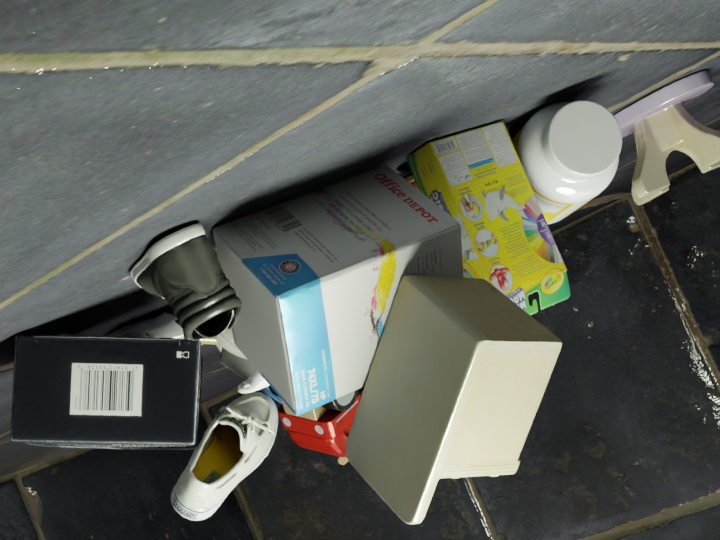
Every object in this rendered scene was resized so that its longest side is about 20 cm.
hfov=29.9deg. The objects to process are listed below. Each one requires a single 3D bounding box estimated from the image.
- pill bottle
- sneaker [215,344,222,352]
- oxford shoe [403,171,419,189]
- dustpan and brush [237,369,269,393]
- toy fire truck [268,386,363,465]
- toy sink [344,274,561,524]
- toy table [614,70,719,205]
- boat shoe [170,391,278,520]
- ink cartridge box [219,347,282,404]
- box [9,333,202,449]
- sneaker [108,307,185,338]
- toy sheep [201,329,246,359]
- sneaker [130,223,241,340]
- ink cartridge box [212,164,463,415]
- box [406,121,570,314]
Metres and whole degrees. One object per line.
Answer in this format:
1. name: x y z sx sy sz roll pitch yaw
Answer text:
1. pill bottle: 0.220 -0.122 1.494 0.112 0.112 0.200 -23 174 -11
2. sneaker: -0.115 0.046 1.740 0.199 0.083 0.074 -22 -164 -27
3. oxford shoe: 0.106 -0.094 1.505 0.071 0.072 0.200 -24 173 24
4. dustpan and brush: -0.041 0.075 1.427 0.199 0.140 0.057 -20 130 -19
5. toy fire truck: -0.014 0.157 1.526 0.128 0.201 0.176 8 -146 38
6. toy sink: 0.087 0.123 1.278 0.112 0.201 0.130 4 -156 -35
7. toy table: 0.409 -0.172 1.800 0.183 0.118 0.200 -22 173 -24
8. boat shoe: -0.142 0.185 1.503 0.202 0.074 0.086 -48 168 -51
9. ink cartridge box: -0.050 0.102 1.667 0.145 0.084 0.200 28 -163 36
10. box: -0.277 0.140 1.511 0.196 0.118 0.200 2 172 -6
11. sneaker: -0.276 0.104 1.764 0.115 0.075 0.200 -21 169 -22
12. toy sheep: -0.114 0.034 1.507 0.137 0.138 0.200 -20 168 -33
13. sneaker: -0.169 0.026 1.311 0.070 0.100 0.200 -24 176 -18
14. ink cartridge box: -0.017 0.014 1.328 0.199 0.147 0.147 -22 -143 -21
15. box: 0.137 -0.046 1.399 0.117 0.201 0.048 -19 173 -38
